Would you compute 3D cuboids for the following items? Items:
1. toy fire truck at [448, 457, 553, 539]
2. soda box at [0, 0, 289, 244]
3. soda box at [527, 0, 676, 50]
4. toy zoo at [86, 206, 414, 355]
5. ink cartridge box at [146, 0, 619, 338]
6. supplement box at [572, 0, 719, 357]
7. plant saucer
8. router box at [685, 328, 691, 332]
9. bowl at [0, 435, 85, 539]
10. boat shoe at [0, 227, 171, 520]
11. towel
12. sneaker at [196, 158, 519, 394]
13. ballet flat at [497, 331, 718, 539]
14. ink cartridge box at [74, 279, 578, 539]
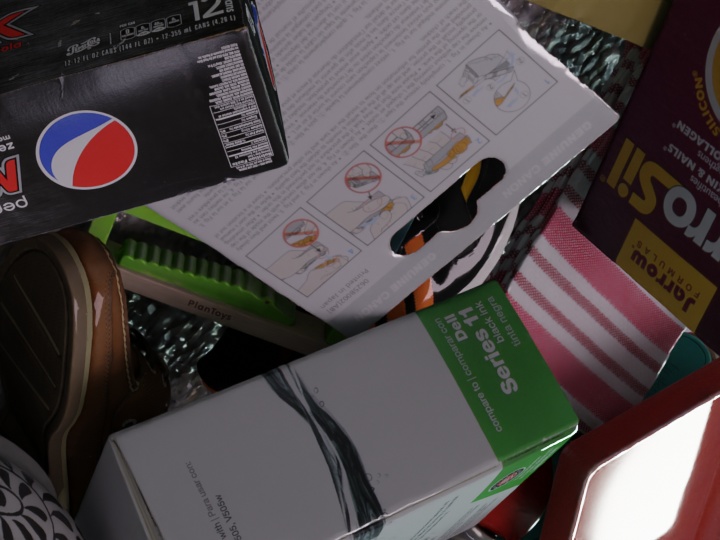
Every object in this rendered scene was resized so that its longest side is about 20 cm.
[{"bbox_3d":[0.038,0.152,0.855,0.176,0.200,0.129,-46,145,4],"label":"toy fire truck"},{"bbox_3d":[-0.129,-0.053,0.537,0.198,0.071,0.064,-15,134,1],"label":"soda box"},{"bbox_3d":[0.086,-0.159,0.706,0.199,0.068,0.064,10,119,-49],"label":"soda box"},{"bbox_3d":[-0.030,-0.060,0.660,0.130,0.021,0.201,20,121,-12],"label":"toy zoo"},{"bbox_3d":[-0.021,-0.075,0.621,0.162,0.057,0.199,-40,132,22],"label":"ink cartridge box"},{"bbox_3d":[0.208,-0.072,0.749,0.103,0.131,0.201,-14,136,-40],"label":"supplement box"},{"bbox_3d":[0.166,0.140,0.901,0.199,0.037,0.201,-24,136,-36],"label":"plant saucer"},{"bbox_3d":[0.171,0.031,0.993,0.199,0.049,0.181,-15,135,-35],"label":"router box"},{"bbox_3d":[-0.188,0.125,0.672,0.202,0.199,0.095,89,13,-45],"label":"bowl"},{"bbox_3d":[-0.125,0.048,0.711,0.068,0.072,0.201,-19,149,-29],"label":"boat shoe"},{"bbox_3d":[0.146,-0.015,0.871,0.146,0.030,0.201,39,80,-38],"label":"towel"},{"bbox_3d":[0.000,0.000,0.778,0.200,0.070,0.090,-50,147,11],"label":"sneaker"},{"bbox_3d":[0.146,0.116,0.953,0.199,0.076,0.064,-37,152,-5],"label":"ballet flat"},{"bbox_3d":[-0.022,0.098,0.710,0.199,0.084,0.147,-21,162,-27],"label":"ink cartridge box"}]
